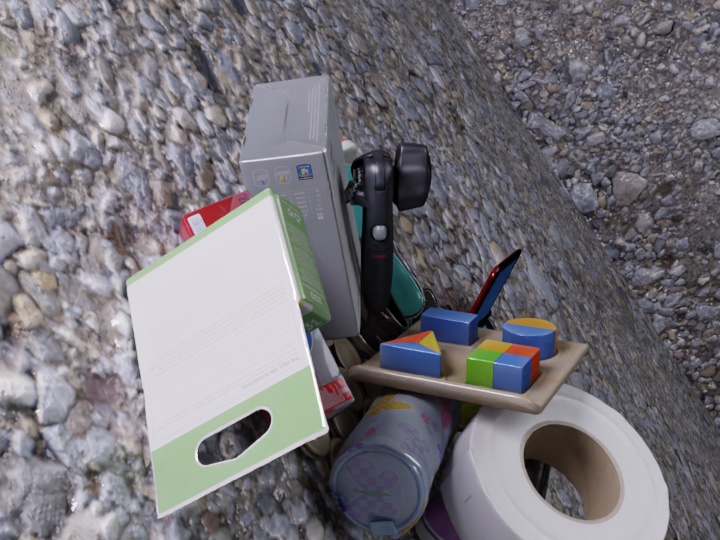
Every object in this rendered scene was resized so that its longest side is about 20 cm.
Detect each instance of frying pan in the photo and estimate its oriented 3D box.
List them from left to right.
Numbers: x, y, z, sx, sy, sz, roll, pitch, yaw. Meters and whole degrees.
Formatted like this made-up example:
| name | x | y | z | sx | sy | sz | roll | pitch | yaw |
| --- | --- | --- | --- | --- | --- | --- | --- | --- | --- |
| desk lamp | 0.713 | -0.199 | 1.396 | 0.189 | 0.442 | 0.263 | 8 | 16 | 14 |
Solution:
| name | x | y | z | sx | sy | sz | roll | pitch | yaw |
| --- | --- | --- | --- | --- | --- | --- | --- | --- | --- |
| frying pan | 0.168 | 0.261 | 1.037 | 0.115 | 0.031 | 0.190 | -3 | 102 | -73 |

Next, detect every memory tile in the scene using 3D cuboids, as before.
| name | x | y | z | sx | sy | sz | roll | pitch | yaw |
| --- | --- | --- | --- | --- | --- | --- | --- | --- | --- |
| memory tile | -0.017 | 0.134 | 0.969 | 0.153 | 0.017 | 0.200 | 48 | 22 | -27 |

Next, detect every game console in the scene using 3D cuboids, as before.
| name | x | y | z | sx | sy | sz | roll | pitch | yaw |
| --- | --- | --- | --- | --- | --- | --- | --- | --- | --- |
| game console | 0.204 | 0.081 | 1.413 | 0.173 | 0.119 | 0.200 | 60 | 21 | 2 |

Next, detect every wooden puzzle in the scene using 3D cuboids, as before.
| name | x | y | z | sx | sy | sz | roll | pitch | yaw |
| --- | --- | --- | --- | --- | --- | --- | --- | --- | --- |
| wooden puzzle | 0.110 | 0.077 | 0.979 | 0.200 | 0.185 | 0.046 | -23 | 117 | -61 |

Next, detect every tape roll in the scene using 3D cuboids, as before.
| name | x | y | z | sx | sy | sz | roll | pitch | yaw |
| --- | --- | --- | --- | --- | --- | --- | --- | --- | --- |
| tape roll | 0.180 | 0.202 | 0.935 | 0.202 | 0.071 | 0.203 | 13 | 46 | -14 |

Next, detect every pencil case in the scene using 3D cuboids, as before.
| name | x | y | z | sx | sy | sz | roll | pitch | yaw |
| --- | --- | --- | --- | --- | --- | --- | --- | --- | --- |
| pencil case | 0.038 | 0.161 | 0.918 | 0.091 | 0.083 | 0.200 | 65 | 19 | -8 |

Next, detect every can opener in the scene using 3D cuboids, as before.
| name | x | y | z | sx | sy | sz | roll | pitch | yaw |
| --- | --- | --- | --- | --- | --- | --- | --- | --- | --- |
| can opener | 0.019 | -0.033 | 0.949 | 0.063 | 0.078 | 0.200 | -80 | 178 | -47 |

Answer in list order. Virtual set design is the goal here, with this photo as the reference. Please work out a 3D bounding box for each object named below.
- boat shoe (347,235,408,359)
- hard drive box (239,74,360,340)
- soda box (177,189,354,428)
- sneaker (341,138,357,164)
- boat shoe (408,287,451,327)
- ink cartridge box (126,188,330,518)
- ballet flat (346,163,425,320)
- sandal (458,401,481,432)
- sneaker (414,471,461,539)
| name | x | y | z | sx | sy | sz | roll | pitch | yaw |
| --- | --- | --- | --- | --- | --- | --- | --- | --- | --- |
| boat shoe | 0.000 | 0.000 | 1.111 | 0.074 | 0.073 | 0.200 | 17 | 46 | -62 |
| hard drive box | -0.050 | -0.057 | 0.951 | 0.156 | 0.077 | 0.200 | -90 | 171 | -56 |
| soda box | -0.082 | 0.040 | 0.843 | 0.200 | 0.063 | 0.070 | 63 | -20 | 10 |
| sneaker | -0.078 | -0.139 | 1.162 | 0.082 | 0.077 | 0.200 | 37 | 13 | 18 |
| boat shoe | 0.087 | 0.072 | 1.226 | 0.070 | 0.066 | 0.200 | 53 | 21 | -17 |
| ink cartridge box | -0.090 | 0.059 | 0.714 | 0.048 | 0.145 | 0.200 | 34 | 32 | -51 |
| ballet flat | 0.008 | -0.029 | 1.196 | 0.201 | 0.072 | 0.072 | 63 | 20 | 0 |
| sandal | 0.155 | 0.174 | 1.157 | 0.087 | 0.080 | 0.200 | 41 | -1 | -10 |
| sneaker | 0.133 | 0.215 | 1.049 | 0.073 | 0.114 | 0.200 | 39 | 17 | 8 |
